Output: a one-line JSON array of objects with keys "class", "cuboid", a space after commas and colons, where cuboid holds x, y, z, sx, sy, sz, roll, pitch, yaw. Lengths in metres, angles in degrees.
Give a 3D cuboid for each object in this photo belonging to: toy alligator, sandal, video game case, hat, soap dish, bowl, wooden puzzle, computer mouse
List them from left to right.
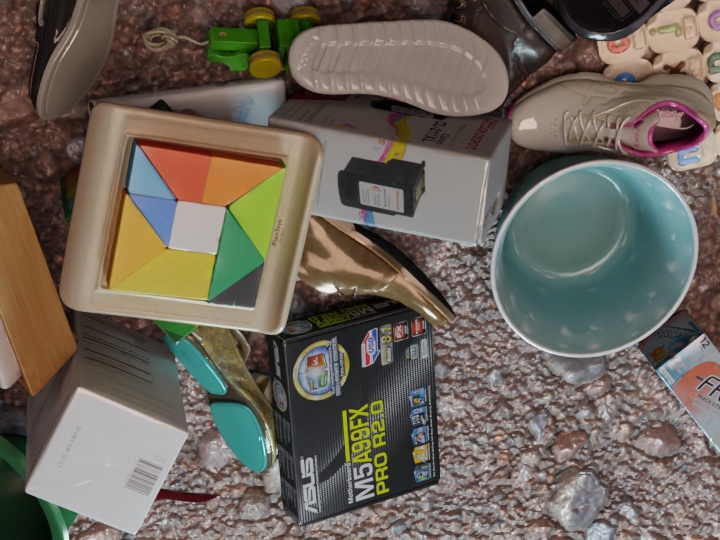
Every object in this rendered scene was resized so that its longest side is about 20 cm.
[{"class": "soap dish", "cuboid": [-0.329, -0.005, 1.602, 0.081, 0.157, 0.201, -24, 114, -18]}, {"class": "hat", "cuboid": [-0.284, 0.183, 1.738, 0.176, 0.165, 0.201, -41, 117, -39]}, {"class": "wooden puzzle", "cuboid": [-0.143, -0.039, 1.520, 0.199, 0.037, 0.186, 9, 109, -14]}, {"class": "video game case", "cuboid": [-0.151, -0.073, 1.671, 0.181, 0.024, 0.201, -8, 111, -7]}, {"class": "toy alligator", "cuboid": [-0.097, -0.199, 1.620, 0.199, 0.060, 0.054, -3, 151, -9]}, {"class": "sandal", "cuboid": [0.034, -0.186, 1.603, 0.201, 0.050, 0.083, 8, 90, -12]}, {"class": "bowl", "cuboid": [0.209, -0.029, 1.703, 0.200, 0.105, 0.202, -4, 115, -9]}, {"class": "computer mouse", "cuboid": [0.268, -0.278, 1.644, 0.200, 0.053, 0.139, -33, 86, -2]}]

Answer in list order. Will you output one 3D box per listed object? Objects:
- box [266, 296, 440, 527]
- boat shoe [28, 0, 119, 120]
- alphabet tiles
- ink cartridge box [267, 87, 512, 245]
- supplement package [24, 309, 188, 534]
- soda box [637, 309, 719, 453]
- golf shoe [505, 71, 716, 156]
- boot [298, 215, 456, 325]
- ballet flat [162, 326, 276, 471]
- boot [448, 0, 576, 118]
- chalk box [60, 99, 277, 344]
[{"class": "box", "cuboid": [-0.005, 0.133, 1.740, 0.159, 0.044, 0.201, -14, 113, -25]}, {"class": "boat shoe", "cuboid": [-0.255, -0.227, 1.575, 0.060, 0.074, 0.201, 37, 124, 20]}, {"class": "alphabet tiles", "cuboid": [0.327, -0.197, 1.708, 0.195, 0.015, 0.201, -13, 112, 2]}, {"class": "ink cartridge box", "cuboid": [0.027, -0.098, 1.594, 0.199, 0.146, 0.083, 11, 110, 9]}, {"class": "supplement package", "cuboid": [-0.235, 0.132, 1.638, 0.109, 0.200, 0.114, 25, 104, -17]}, {"class": "soda box", "cuboid": [0.366, 0.138, 1.816, 0.063, 0.068, 0.200, -39, 111, 6]}, {"class": "golf shoe", "cuboid": [0.234, -0.141, 1.670, 0.199, 0.092, 0.076, -6, 114, 4]}, {"class": "boot", "cuboid": [0.000, 0.000, 1.682, 0.200, 0.074, 0.076, 36, 95, -11]}, {"class": "ballet flat", "cuboid": [-0.121, 0.107, 1.724, 0.070, 0.071, 0.200, -28, 122, 1]}, {"class": "boot", "cuboid": [0.082, -0.208, 1.642, 0.200, 0.069, 0.174, 42, 107, -14]}, {"class": "chalk box", "cuboid": [-0.186, -0.060, 1.592, 0.124, 0.125, 0.200, -38, 112, 5]}]
